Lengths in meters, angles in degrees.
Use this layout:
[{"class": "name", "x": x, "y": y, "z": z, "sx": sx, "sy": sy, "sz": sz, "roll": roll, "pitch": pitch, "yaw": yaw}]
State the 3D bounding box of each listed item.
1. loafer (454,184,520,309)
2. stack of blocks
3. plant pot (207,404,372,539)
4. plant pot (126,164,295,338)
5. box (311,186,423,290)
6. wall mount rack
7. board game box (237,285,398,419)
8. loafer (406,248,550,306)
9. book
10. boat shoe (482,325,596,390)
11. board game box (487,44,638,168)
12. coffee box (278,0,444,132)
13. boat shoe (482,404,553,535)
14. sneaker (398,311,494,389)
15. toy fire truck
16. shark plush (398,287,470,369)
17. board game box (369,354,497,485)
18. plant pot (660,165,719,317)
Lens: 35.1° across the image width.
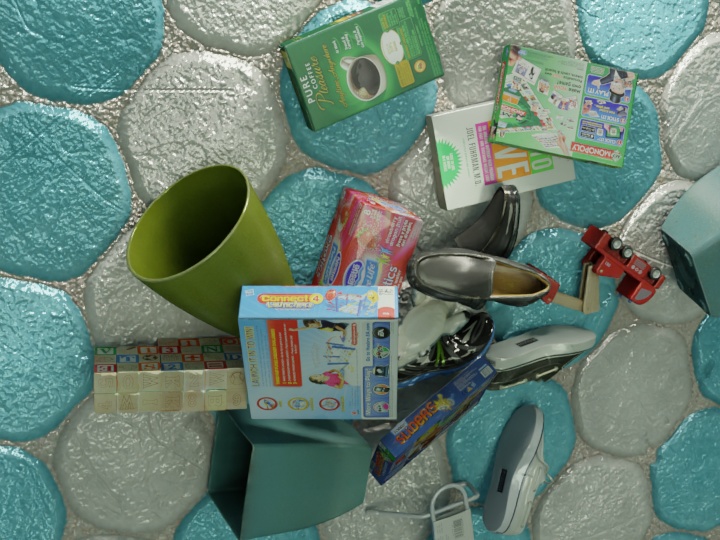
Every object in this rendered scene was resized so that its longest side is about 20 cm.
[{"class": "loafer", "x": 0.167, "y": -0.033, "z": 1.602, "sx": 0.071, "sy": 0.073, "sz": 0.202, "roll": 11, "pitch": 119, "yaw": -15}, {"class": "stack of blocks", "x": -0.253, "y": 0.137, "z": 1.509, "sx": 0.197, "sy": 0.115, "sz": 0.059, "roll": -1, "pitch": 107, "yaw": -13}, {"class": "plant pot", "x": -0.093, "y": 0.275, "z": 1.599, "sx": 0.198, "sy": 0.141, "sz": 0.143, "roll": 1, "pitch": 107, "yaw": -27}, {"class": "plant pot", "x": -0.170, "y": 0.000, "z": 1.475, "sx": 0.187, "sy": 0.187, "sz": 0.200, "roll": -40, "pitch": 129, "yaw": -3}, {"class": "box", "x": 0.000, "y": 0.000, "z": 1.560, "sx": 0.094, "sy": 0.100, "sz": 0.202, "roll": 14, "pitch": 103, "yaw": -22}, {"class": "wall mount rack", "x": 0.105, "y": 0.410, "z": 1.747, "sx": 0.172, "sy": 0.075, "sz": 0.202, "roll": -15, "pitch": 111, "yaw": -18}, {"class": "board game box", "x": -0.049, "y": 0.107, "z": 1.437, "sx": 0.193, "sy": 0.056, "sz": 0.201, "roll": 1, "pitch": 135, "yaw": 1}, {"class": "loafer", "x": 0.160, "y": 0.006, "z": 1.519, "sx": 0.197, "sy": 0.072, "sz": 0.074, "roll": 4, "pitch": 85, "yaw": -19}, {"class": "book", "x": 0.197, "y": -0.174, "z": 1.605, "sx": 0.198, "sy": 0.048, "sz": 0.135, "roll": -15, "pitch": 105, "yaw": -13}, {"class": "boat shoe", "x": 0.265, "y": 0.131, "z": 1.702, "sx": 0.198, "sy": 0.071, "sz": 0.064, "roll": -12, "pitch": 114, "yaw": -24}, {"class": "board game box", "x": 0.283, "y": -0.227, "z": 1.584, "sx": 0.197, "sy": 0.029, "sz": 0.136, "roll": 10, "pitch": 92, "yaw": -15}, {"class": "coffee box", "x": 0.002, "y": -0.278, "z": 1.501, "sx": 0.198, "sy": 0.044, "sz": 0.124, "roll": -26, "pitch": 113, "yaw": -10}, {"class": "boat shoe", "x": 0.258, "y": 0.311, "z": 1.753, "sx": 0.085, "sy": 0.074, "sz": 0.204, "roll": 19, "pitch": 83, "yaw": -32}, {"class": "sneaker", "x": 0.105, "y": 0.106, "z": 1.645, "sx": 0.197, "sy": 0.071, "sz": 0.084, "roll": -20, "pitch": 119, "yaw": -8}, {"class": "toy fire truck", "x": 0.352, "y": 0.013, "z": 1.711, "sx": 0.199, "sy": 0.049, "sz": 0.142, "roll": 33, "pitch": 95, "yaw": -25}, {"class": "shark plush", "x": 0.077, "y": 0.104, "z": 1.567, "sx": 0.090, "sy": 0.083, "sz": 0.201, "roll": 29, "pitch": 71, "yaw": 2}, {"class": "board game box", "x": 0.101, "y": 0.215, "z": 1.624, "sx": 0.199, "sy": 0.136, "sz": 0.034, "roll": -37, "pitch": 73, "yaw": -23}, {"class": "plant pot", "x": 0.570, "y": -0.038, "z": 1.696, "sx": 0.198, "sy": 0.196, "sz": 0.198, "roll": -26, "pitch": 114, "yaw": 0}]
